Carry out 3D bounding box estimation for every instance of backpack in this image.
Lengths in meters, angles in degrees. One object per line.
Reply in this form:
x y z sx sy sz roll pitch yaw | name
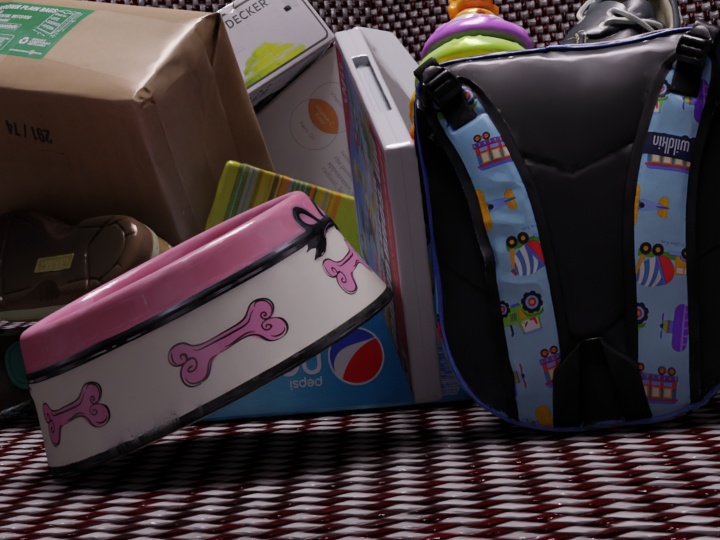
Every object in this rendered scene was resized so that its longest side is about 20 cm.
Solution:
0.124 -0.013 1.127 0.181 0.201 0.135 -7 -13 10 | backpack

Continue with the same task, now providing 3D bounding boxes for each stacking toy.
0.071 -0.114 1.304 0.115 0.201 0.110 1 -29 -6 | stacking toy

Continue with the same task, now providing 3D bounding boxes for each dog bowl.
-0.087 0.027 1.110 0.199 0.074 0.200 -27 4 2 | dog bowl

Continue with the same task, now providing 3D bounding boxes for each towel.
0.000 0.000 1.326 0.199 0.087 0.018 17 11 -5 | towel

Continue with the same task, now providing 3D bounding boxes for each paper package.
-0.163 -0.072 1.391 0.199 0.192 0.104 9 41 34 | paper package

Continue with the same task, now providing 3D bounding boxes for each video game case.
0.014 -0.035 1.174 0.017 0.144 0.200 -9 24 -4 | video game case

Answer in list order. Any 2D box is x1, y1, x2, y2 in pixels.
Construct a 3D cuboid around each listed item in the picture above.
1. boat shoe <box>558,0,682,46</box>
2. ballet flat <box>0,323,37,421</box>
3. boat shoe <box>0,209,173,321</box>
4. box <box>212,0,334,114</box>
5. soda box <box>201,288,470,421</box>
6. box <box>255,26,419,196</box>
0.163 -0.144 1.350 0.075 0.061 0.200 26 21 -2 | boat shoe
-0.236 0.072 1.372 0.199 0.075 0.074 -4 3 -14 | ballet flat
-0.178 0.008 1.348 0.076 0.072 0.199 30 -16 -39 | boat shoe
-0.109 -0.113 1.498 0.116 0.060 0.200 -36 -6 -34 | box
-0.030 0.050 1.281 0.198 0.065 0.068 -4 3 11 | soda box
-0.018 -0.048 1.509 0.200 0.153 0.106 -39 -6 13 | box
